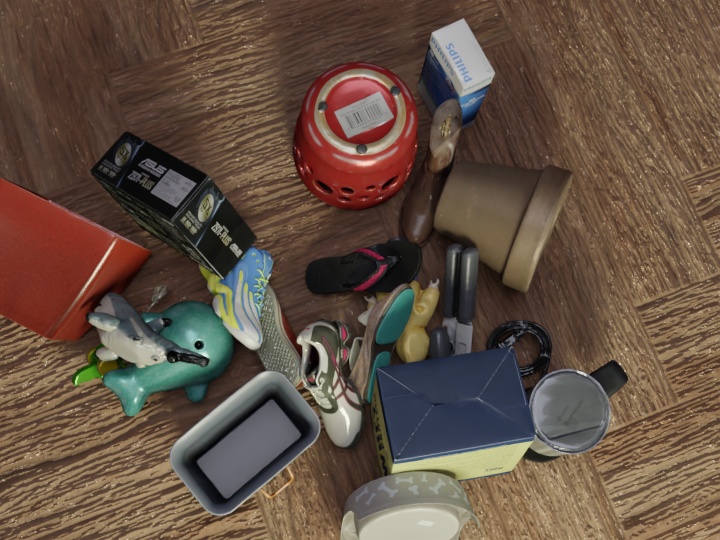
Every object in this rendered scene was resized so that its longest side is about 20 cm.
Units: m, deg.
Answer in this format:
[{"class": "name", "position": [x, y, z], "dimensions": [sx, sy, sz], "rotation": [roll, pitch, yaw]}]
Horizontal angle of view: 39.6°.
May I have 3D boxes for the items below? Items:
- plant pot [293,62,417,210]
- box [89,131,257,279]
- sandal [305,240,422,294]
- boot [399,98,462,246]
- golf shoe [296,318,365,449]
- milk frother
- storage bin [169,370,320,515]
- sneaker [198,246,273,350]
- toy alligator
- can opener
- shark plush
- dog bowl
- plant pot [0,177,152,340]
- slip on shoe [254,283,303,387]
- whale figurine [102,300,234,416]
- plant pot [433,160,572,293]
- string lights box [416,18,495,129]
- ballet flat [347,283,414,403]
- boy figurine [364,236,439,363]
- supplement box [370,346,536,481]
[{"class": "plant pot", "position": [-0.007, -0.216, 1.560], "dimensions": [0.200, 0.183, 0.201], "rotation": [1, 73, -3]}, {"class": "box", "position": [-0.275, -0.097, 1.482], "dimensions": [0.200, 0.164, 0.086], "rotation": [29, 73, 34]}, {"class": "sandal", "position": [0.000, 0.000, 1.529], "dimensions": [0.199, 0.045, 0.075], "rotation": [-10, 79, 23]}, {"class": "boot", "position": [0.110, -0.147, 1.537], "dimensions": [0.064, 0.200, 0.187], "rotation": [16, 74, 1]}, {"class": "golf shoe", "position": [-0.052, 0.173, 1.484], "dimensions": [0.077, 0.088, 0.201], "rotation": [-9, 94, 37]}, {"class": "milk frother", "position": [0.267, 0.167, 1.474], "dimensions": [0.200, 0.188, 0.181], "rotation": [37, 76, 6]}, {"class": "storage bin", "position": [-0.157, 0.260, 1.451], "dimensions": [0.200, 0.134, 0.146], "rotation": [-39, 81, -11]}, {"class": "sneaker", "position": [-0.172, 0.022, 1.501], "dimensions": [0.105, 0.076, 0.200], "rotation": [-37, 54, 5]}, {"class": "toy alligator", "position": [-0.351, 0.110, 1.521], "dimensions": [0.200, 0.059, 0.054], "rotation": [-48, 126, -16]}, {"class": "can opener", "position": [0.141, 0.063, 1.513], "dimensions": [0.053, 0.067, 0.201], "rotation": [16, 116, 33]}, {"class": "shark plush", "position": [-0.303, 0.085, 1.420], "dimensions": [0.199, 0.091, 0.083], "rotation": [12, 42, 29]}, {"class": "dog bowl", "position": [0.066, 0.352, 1.418], "dimensions": [0.199, 0.200, 0.059], "rotation": [-5, 51, -5]}, {"class": "plant pot", "position": [-0.454, -0.003, 1.476], "dimensions": [0.199, 0.200, 0.177], "rotation": [26, 86, 3]}, {"class": "slip on shoe", "position": [-0.135, 0.096, 1.536], "dimensions": [0.074, 0.061, 0.200], "rotation": [-33, 66, 10]}, {"class": "whale figurine", "position": [-0.277, 0.130, 1.475], "dimensions": [0.200, 0.104, 0.159], "rotation": [-35, 100, -20]}, {"class": "plant pot", "position": [0.212, -0.088, 1.541], "dimensions": [0.174, 0.200, 0.201], "rotation": [22, 75, 12]}, {"class": "string lights box", "position": [0.146, -0.298, 1.578], "dimensions": [0.059, 0.200, 0.103], "rotation": [-25, 79, -10]}, {"class": "ballet flat", "position": [0.020, 0.102, 1.504], "dimensions": [0.067, 0.068, 0.201], "rotation": [30, 108, 38]}, {"class": "boy figurine", "position": [0.070, 0.049, 1.549], "dimensions": [0.124, 0.064, 0.201], "rotation": [-20, 78, 18]}, {"class": "supplement box", "position": [0.124, 0.219, 1.435], "dimensions": [0.199, 0.200, 0.135], "rotation": [-8, 65, -6]}]
